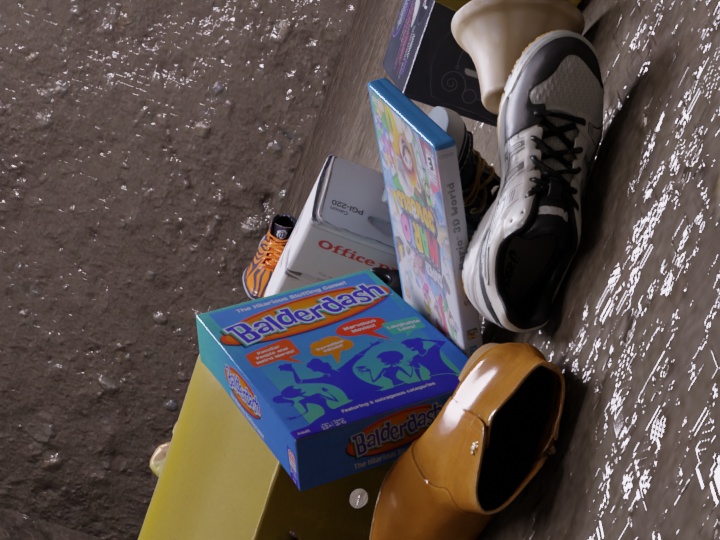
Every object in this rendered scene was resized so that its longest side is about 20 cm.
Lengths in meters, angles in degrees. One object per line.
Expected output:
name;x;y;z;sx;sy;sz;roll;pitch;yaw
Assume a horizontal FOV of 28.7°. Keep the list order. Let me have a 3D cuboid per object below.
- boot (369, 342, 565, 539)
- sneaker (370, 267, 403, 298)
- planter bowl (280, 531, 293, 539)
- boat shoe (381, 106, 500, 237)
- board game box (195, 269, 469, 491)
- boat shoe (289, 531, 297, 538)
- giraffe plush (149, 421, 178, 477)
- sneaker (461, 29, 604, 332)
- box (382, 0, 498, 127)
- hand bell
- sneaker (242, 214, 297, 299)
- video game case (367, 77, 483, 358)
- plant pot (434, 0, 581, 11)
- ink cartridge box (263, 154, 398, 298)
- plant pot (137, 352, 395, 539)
boot;0.062;0.138;0.879;0.144;0.070;0.203;-131;65;-84
sneaker;0.034;0.063;1.160;0.200;0.090;0.076;-92;24;-64
planter bowl;-0.106;0.263;1.657;0.200;0.083;0.202;-161;90;-81
boat shoe;0.082;-0.077;1.147;0.200;0.090;0.071;153;138;-80
board game box;-0.016;0.072;1.028;0.200;0.151;0.045;40;140;55
boat shoe;-0.047;0.186;1.497;0.070;0.070;0.202;149;138;-75
giraffe plush;-0.217;0.323;2.129;0.162;0.171;0.202;102;149;-74
sneaker;0.125;-0.054;0.923;0.088;0.075;0.202;-120;40;-71
box;0.094;-0.217;1.312;0.200;0.105;0.123;-104;32;-74
hand bell;0.117;-0.096;1.057;0.104;0.103;0.202;128;147;-66
sneaker;-0.175;-0.037;2.760;0.112;0.077;0.201;116;169;-45
video game case;0.049;-0.027;1.040;0.143;0.018;0.201;-128;24;-59
plant pot;0.127;-0.328;1.102;0.200;0.193;0.197;-30;41;65
ink cartridge box;0.000;0.000;1.323;0.200;0.145;0.085;121;166;-53
plant pot;-0.042;0.192;1.091;0.176;0.199;0.202;19;90;69
